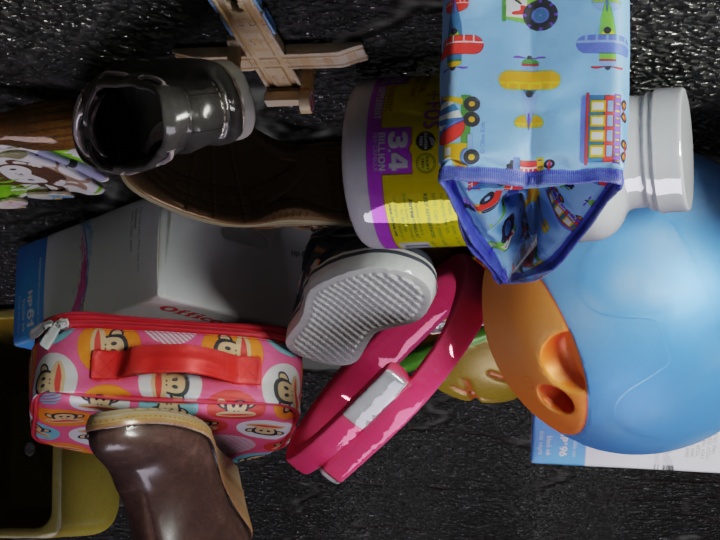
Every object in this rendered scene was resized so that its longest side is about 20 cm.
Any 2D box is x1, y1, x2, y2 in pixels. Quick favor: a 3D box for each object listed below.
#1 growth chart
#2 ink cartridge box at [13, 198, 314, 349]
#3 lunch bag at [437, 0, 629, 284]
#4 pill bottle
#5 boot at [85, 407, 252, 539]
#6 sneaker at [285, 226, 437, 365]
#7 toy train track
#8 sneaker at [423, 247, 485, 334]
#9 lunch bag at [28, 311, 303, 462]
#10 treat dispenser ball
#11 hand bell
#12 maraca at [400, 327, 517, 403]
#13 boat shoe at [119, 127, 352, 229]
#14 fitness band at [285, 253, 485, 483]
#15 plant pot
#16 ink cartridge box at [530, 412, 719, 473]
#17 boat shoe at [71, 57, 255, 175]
[{"bbox_3d":[-0.248,-0.066,1.564,0.199,0.018,0.144,-11,160,41],"label":"growth chart"},{"bbox_3d":[-0.147,0.014,1.705,0.144,0.085,0.200,14,158,-37],"label":"ink cartridge box"},{"bbox_3d":[0.092,-0.086,1.208,0.094,0.151,0.200,1,164,5],"label":"lunch bag"},{"bbox_3d":[0.095,-0.068,1.358,0.199,0.105,0.104,-2,163,13],"label":"pill bottle"},{"bbox_3d":[-0.131,0.194,1.599,0.072,0.167,0.200,-10,156,22],"label":"boot"},{"bbox_3d":[0.000,0.000,1.537,0.078,0.080,0.200,20,158,-14],"label":"sneaker"},{"bbox_3d":[-0.062,-0.126,1.302,0.114,0.033,0.200,-1,163,11],"label":"toy train track"},{"bbox_3d":[0.118,-0.007,1.627,0.199,0.073,0.077,-12,121,1],"label":"sneaker"},{"bbox_3d":[-0.141,0.083,1.644,0.199,0.082,0.176,4,162,-8],"label":"lunch bag"},{"bbox_3d":[0.177,0.018,1.467,0.200,0.202,0.201,2,164,1],"label":"treat dispenser ball"},{"bbox_3d":[-0.245,-0.085,1.413,0.199,0.105,0.104,-4,167,-20],"label":"hand bell"},{"bbox_3d":[0.089,0.052,1.745,0.200,0.107,0.137,-22,172,35],"label":"maraca"},{"bbox_3d":[-0.077,-0.057,1.483,0.199,0.072,0.072,3,168,-33],"label":"boat shoe"},{"bbox_3d":[0.021,0.069,1.568,0.037,0.144,0.200,40,127,-8],"label":"fitness band"},{"bbox_3d":[-0.304,0.147,2.020,0.195,0.195,0.200,-4,169,21],"label":"plant pot"},{"bbox_3d":[0.221,0.084,1.613,0.199,0.116,0.068,3,121,4],"label":"ink cartridge box"},{"bbox_3d":[-0.133,-0.090,1.329,0.057,0.067,0.200,-16,-174,-32],"label":"boat shoe"}]
